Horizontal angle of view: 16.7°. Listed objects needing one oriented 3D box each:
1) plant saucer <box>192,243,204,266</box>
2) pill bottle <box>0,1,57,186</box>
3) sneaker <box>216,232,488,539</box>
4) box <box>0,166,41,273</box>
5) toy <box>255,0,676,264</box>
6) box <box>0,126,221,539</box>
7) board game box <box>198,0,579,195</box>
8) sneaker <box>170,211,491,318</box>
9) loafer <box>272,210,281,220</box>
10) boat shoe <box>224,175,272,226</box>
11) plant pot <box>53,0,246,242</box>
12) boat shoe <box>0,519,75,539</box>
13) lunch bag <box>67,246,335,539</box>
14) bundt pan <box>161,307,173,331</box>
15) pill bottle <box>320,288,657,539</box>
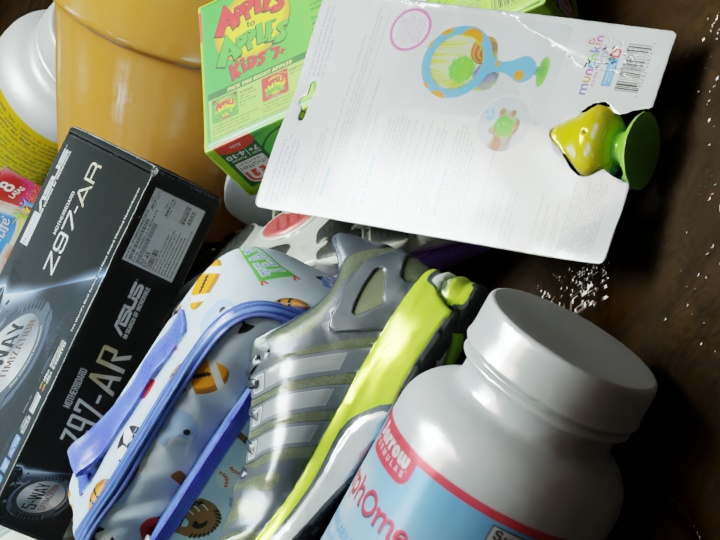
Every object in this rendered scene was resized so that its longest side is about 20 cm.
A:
[{"bbox_3d":[-0.150,-0.007,1.636,0.200,0.032,0.201,-45,34,43],"label":"plant saucer"},{"bbox_3d":[-0.232,-0.118,1.790,0.200,0.112,0.113,-40,37,45],"label":"pill bottle"},{"bbox_3d":[-0.025,0.073,1.114,0.081,0.074,0.201,35,88,24],"label":"sneaker"},{"bbox_3d":[-0.213,0.049,1.519,0.095,0.099,0.201,-44,-25,-37],"label":"box"},{"bbox_3d":[0.054,-0.065,1.174,0.199,0.047,0.116,9,75,37],"label":"toy"},{"bbox_3d":[-0.158,0.030,1.317,0.201,0.043,0.160,-64,25,1],"label":"box"},{"bbox_3d":[0.012,-0.125,1.272,0.199,0.048,0.102,-22,50,21],"label":"board game box"},{"bbox_3d":[0.000,0.000,1.253,0.199,0.084,0.081,-24,36,25],"label":"sneaker"},{"bbox_3d":[-0.023,-0.023,1.347,0.200,0.068,0.076,-35,41,50],"label":"loafer"},{"bbox_3d":[-0.005,-0.097,1.382,0.200,0.068,0.057,-42,29,34],"label":"boat shoe"},{"bbox_3d":[-0.104,-0.125,1.471,0.201,0.199,0.184,-116,37,-57],"label":"plant pot"},{"bbox_3d":[-0.191,0.142,1.399,0.201,0.069,0.072,141,122,-67],"label":"boat shoe"},{"bbox_3d":[-0.053,0.092,1.215,0.201,0.159,0.076,-56,28,24],"label":"lunch bag"},{"bbox_3d":[-0.107,0.090,1.384,0.202,0.075,0.204,-179,90,-70],"label":"bundt pan"},{"bbox_3d":[0.045,0.114,1.061,0.201,0.108,0.109,-62,26,15],"label":"pill bottle"}]
